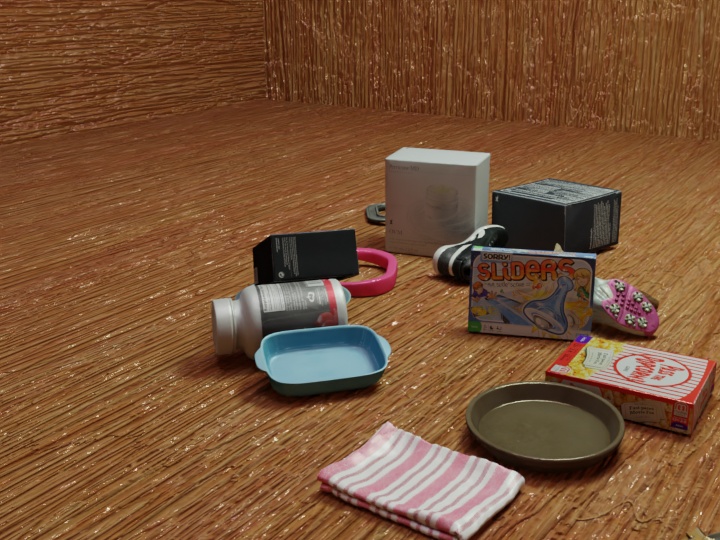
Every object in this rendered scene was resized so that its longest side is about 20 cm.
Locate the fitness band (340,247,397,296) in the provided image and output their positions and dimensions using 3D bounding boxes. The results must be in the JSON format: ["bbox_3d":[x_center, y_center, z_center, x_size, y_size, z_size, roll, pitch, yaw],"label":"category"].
[{"bbox_3d":[0.000,0.000,1.735,0.140,0.038,0.200,2,19,5],"label":"fitness band"}]

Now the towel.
[{"bbox_3d":[0.068,0.235,1.027,0.197,0.031,0.145,13,23,34],"label":"towel"}]

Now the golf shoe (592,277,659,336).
[{"bbox_3d":[0.395,0.054,1.503,0.198,0.092,0.076,30,64,16],"label":"golf shoe"}]

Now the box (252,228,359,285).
[{"bbox_3d":[-0.094,-0.016,1.490,0.138,0.081,0.200,-2,-4,-16],"label":"box"}]

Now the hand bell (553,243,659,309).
[{"bbox_3d":[0.423,0.032,1.594,0.197,0.106,0.104,18,22,12],"label":"hand bell"}]

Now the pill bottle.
[{"bbox_3d":[-0.124,0.076,1.382,0.196,0.113,0.111,-5,18,-14],"label":"pill bottle"}]

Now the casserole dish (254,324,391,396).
[{"bbox_3d":[-0.053,0.131,1.299,0.196,0.039,0.122,-4,33,-15],"label":"casserole dish"}]

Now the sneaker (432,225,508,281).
[{"bbox_3d":[0.244,-0.024,1.765,0.198,0.074,0.111,-24,32,-34],"label":"sneaker"}]

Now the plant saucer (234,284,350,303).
[{"bbox_3d":[-0.114,0.062,1.545,0.197,0.039,0.201,0,19,0],"label":"plant saucer"}]

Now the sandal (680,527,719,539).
[{"bbox_3d":[0.342,0.273,0.866,0.197,0.056,0.081,-11,21,-30],"label":"sandal"}]

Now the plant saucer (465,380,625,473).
[{"bbox_3d":[0.229,0.195,1.139,0.196,0.030,0.201,-1,21,0],"label":"plant saucer"}]

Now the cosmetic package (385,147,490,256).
[{"bbox_3d":[0.160,-0.141,1.896,0.196,0.204,0.123,6,19,21],"label":"cosmetic package"}]

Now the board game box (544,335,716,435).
[{"bbox_3d":[0.371,0.152,1.249,0.197,0.047,0.151,10,21,29],"label":"board game box"}]

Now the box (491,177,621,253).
[{"bbox_3d":[0.411,-0.111,1.925,0.196,0.126,0.198,-13,20,-38],"label":"box"}]

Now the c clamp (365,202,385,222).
[{"bbox_3d":[0.094,-0.146,2.196,0.167,0.028,0.200,1,18,3],"label":"c clamp"}]

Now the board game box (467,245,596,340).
[{"bbox_3d":[0.273,0.036,1.459,0.196,0.138,0.034,3,14,13],"label":"board game box"}]
